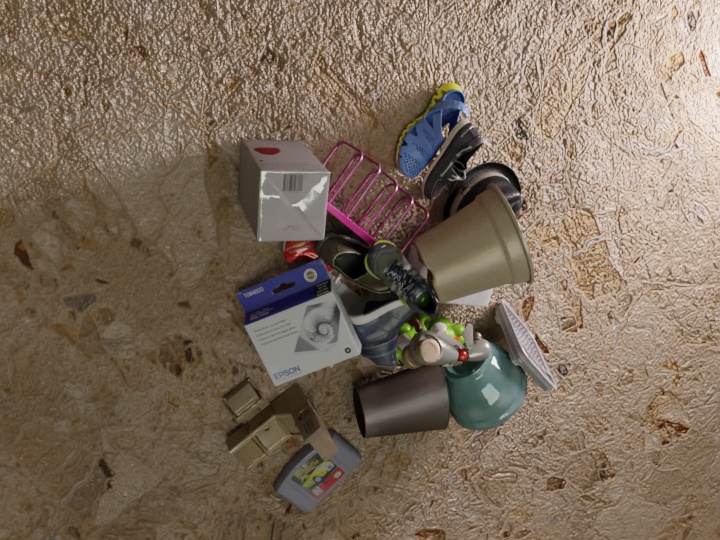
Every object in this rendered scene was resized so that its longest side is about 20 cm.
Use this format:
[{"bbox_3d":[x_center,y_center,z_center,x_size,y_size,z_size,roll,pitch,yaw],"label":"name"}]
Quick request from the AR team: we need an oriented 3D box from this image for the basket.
[{"bbox_3d":[0.089,0.302,1.456,0.195,0.137,0.184,-9,124,-13],"label":"basket"}]

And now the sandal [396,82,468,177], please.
[{"bbox_3d":[0.142,-0.268,1.239,0.078,0.087,0.202,26,104,-31],"label":"sandal"}]

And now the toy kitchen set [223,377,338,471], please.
[{"bbox_3d":[-0.188,0.335,1.328,0.198,0.180,0.165,-37,120,-6],"label":"toy kitchen set"}]

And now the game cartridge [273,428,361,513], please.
[{"bbox_3d":[-0.105,0.474,1.511,0.200,0.041,0.133,-44,117,2],"label":"game cartridge"}]

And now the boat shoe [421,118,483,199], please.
[{"bbox_3d":[0.179,-0.200,1.248,0.072,0.063,0.202,-33,160,-37],"label":"boat shoe"}]

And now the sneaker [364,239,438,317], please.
[{"bbox_3d":[0.083,0.016,1.183,0.074,0.081,0.199,-51,126,-1],"label":"sneaker"}]

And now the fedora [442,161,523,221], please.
[{"bbox_3d":[0.275,-0.124,1.352,0.195,0.092,0.206,-9,117,-18],"label":"fedora"}]

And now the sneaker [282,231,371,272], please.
[{"bbox_3d":[-0.060,-0.026,1.263,0.195,0.077,0.087,11,77,-16],"label":"sneaker"}]

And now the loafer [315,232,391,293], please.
[{"bbox_3d":[0.000,0.000,1.219,0.197,0.070,0.076,25,108,-34],"label":"loafer"}]

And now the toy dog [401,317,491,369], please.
[{"bbox_3d":[0.168,0.141,1.293,0.197,0.130,0.099,6,72,-46],"label":"toy dog"}]

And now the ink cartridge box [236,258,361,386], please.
[{"bbox_3d":[-0.121,0.105,1.243,0.195,0.041,0.204,-22,107,11],"label":"ink cartridge box"}]

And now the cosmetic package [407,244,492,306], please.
[{"bbox_3d":[0.196,0.013,1.397,0.195,0.071,0.104,6,111,-24],"label":"cosmetic package"}]

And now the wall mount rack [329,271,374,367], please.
[{"bbox_3d":[-0.059,0.092,1.330,0.199,0.075,0.175,36,98,-30],"label":"wall mount rack"}]

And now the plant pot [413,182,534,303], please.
[{"bbox_3d":[0.205,-0.034,1.216,0.180,0.202,0.203,-24,121,4],"label":"plant pot"}]

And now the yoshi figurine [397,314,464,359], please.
[{"bbox_3d":[0.134,0.148,1.428,0.194,0.114,0.114,-4,139,-7],"label":"yoshi figurine"}]

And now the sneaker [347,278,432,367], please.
[{"bbox_3d":[0.078,0.109,1.314,0.198,0.077,0.149,-22,116,-12],"label":"sneaker"}]

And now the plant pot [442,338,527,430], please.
[{"bbox_3d":[0.263,0.237,1.451,0.199,0.201,0.135,-37,121,-1],"label":"plant pot"}]

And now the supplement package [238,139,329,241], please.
[{"bbox_3d":[-0.139,-0.145,1.115,0.118,0.200,0.123,-3,116,-20],"label":"supplement package"}]

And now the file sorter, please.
[{"bbox_3d":[0.014,-0.133,1.221,0.199,0.139,0.126,37,94,-31],"label":"file sorter"}]

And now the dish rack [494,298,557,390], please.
[{"bbox_3d":[0.375,0.178,1.480,0.043,0.202,0.171,-34,123,19],"label":"dish rack"}]
